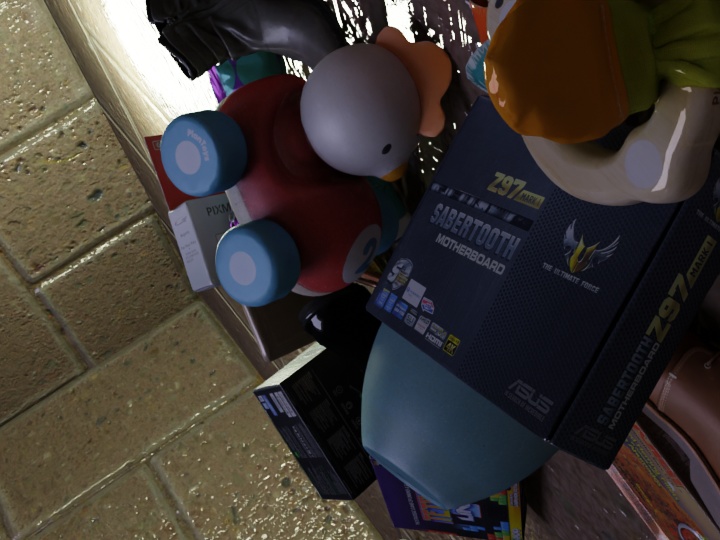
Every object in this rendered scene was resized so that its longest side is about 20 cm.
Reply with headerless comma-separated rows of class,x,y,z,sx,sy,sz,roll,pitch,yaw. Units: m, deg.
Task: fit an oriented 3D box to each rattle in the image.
rattle,0.064,-0.098,0.425,0.200,0.142,0.131,43,150,46

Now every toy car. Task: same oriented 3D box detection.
toy car,-0.007,-0.091,0.675,0.199,0.184,0.178,-28,88,35

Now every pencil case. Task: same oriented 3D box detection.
pencil case,-0.107,-0.135,0.923,0.085,0.092,0.202,-10,91,54

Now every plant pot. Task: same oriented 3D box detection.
plant pot,0.077,0.129,0.797,0.199,0.135,0.200,35,166,10

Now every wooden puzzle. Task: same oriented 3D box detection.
wooden puzzle,-0.089,-0.002,1.071,0.037,0.199,0.186,-24,88,38

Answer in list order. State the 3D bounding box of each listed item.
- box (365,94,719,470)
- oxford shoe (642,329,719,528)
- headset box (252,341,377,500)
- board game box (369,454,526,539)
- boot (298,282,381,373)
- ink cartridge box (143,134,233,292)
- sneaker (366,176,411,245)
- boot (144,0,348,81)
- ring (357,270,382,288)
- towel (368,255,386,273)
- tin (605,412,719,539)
box,0.097,-0.007,0.501,0.051,0.159,0.200,28,-177,-32
oxford shoe,0.203,0.064,0.524,0.201,0.071,0.071,54,138,12
headset box,-0.005,0.166,1.166,0.175,0.200,0.093,57,150,-7
board game box,0.108,0.247,1.037,0.164,0.057,0.201,2,143,14
boot,0.029,0.105,1.019,0.158,0.079,0.211,55,-166,31
ink cartridge box,-0.122,-0.084,0.997,0.043,0.199,0.175,-19,89,47
sneaker,-0.019,-0.081,0.884,0.121,0.083,0.200,61,168,-11
boot,-0.100,-0.200,0.795,0.200,0.130,0.068,48,164,32
ring,0.000,0.000,0.908,0.199,0.019,0.200,18,176,1
towel,0.035,0.018,1.063,0.201,0.018,0.086,56,172,1
tin,0.218,0.141,0.662,0.201,0.042,0.112,55,170,10
